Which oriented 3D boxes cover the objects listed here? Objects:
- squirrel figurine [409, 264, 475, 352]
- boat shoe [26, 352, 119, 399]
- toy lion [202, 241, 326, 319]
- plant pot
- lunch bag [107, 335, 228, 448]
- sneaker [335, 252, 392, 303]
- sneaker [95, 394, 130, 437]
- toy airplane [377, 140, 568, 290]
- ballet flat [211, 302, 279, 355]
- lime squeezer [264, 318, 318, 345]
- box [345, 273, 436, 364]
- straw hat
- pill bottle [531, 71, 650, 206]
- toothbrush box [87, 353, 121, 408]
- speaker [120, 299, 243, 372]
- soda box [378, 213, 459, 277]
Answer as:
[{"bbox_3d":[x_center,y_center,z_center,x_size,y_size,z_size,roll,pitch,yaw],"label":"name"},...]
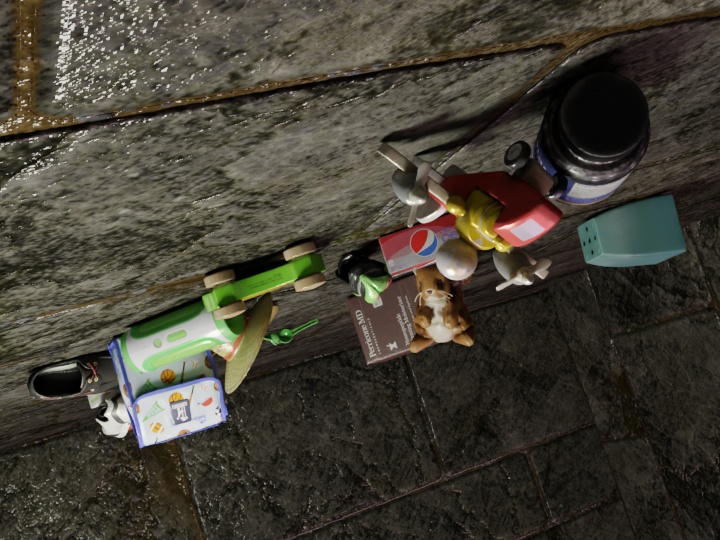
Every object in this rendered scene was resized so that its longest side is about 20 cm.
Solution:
[{"bbox_3d":[0.168,0.047,1.955,0.141,0.187,0.200,-5,-145,23],"label":"squirrel figurine"},{"bbox_3d":[-0.514,0.198,1.693,0.200,0.074,0.063,-10,176,-26],"label":"boat shoe"},{"bbox_3d":[-0.147,0.019,1.386,0.199,0.069,0.192,-19,179,3],"label":"toy lion"},{"bbox_3d":[0.625,-0.084,2.142,0.199,0.142,0.141,-9,170,-13],"label":"plant pot"},{"bbox_3d":[-0.343,0.200,1.634,0.169,0.201,0.124,-14,171,-20],"label":"lunch bag"},{"bbox_3d":[0.000,0.000,1.557,0.077,0.084,0.200,-50,-170,-4],"label":"sneaker"},{"bbox_3d":[-0.484,0.279,1.782,0.080,0.074,0.200,5,156,-27],"label":"sneaker"},{"bbox_3d":[0.114,-0.057,0.981,0.199,0.142,0.199,23,168,14],"label":"toy airplane"},{"bbox_3d":[-0.239,0.123,1.839,0.199,0.063,0.069,-22,171,26],"label":"ballet flat"},{"bbox_3d":[-0.199,0.165,2.310,0.199,0.038,0.070,-10,168,-43],"label":"lime squeezer"},{"bbox_3d":[0.098,0.113,2.156,0.199,0.167,0.164,-20,173,12],"label":"box"},{"bbox_3d":[-0.232,0.108,1.595,0.085,0.202,0.201,26,155,-17],"label":"straw hat"},{"bbox_3d":[0.246,-0.140,0.976,0.111,0.112,0.200,-19,171,4],"label":"pill bottle"},{"bbox_3d":[-0.444,0.204,1.856,0.199,0.087,0.145,-10,168,-38],"label":"toothbrush box"},{"bbox_3d":[-0.297,0.105,1.515,0.199,0.089,0.088,-21,172,18],"label":"speaker"},{"bbox_3d":[0.133,-0.052,1.490,0.199,0.064,0.070,-19,173,2],"label":"soda box"}]
